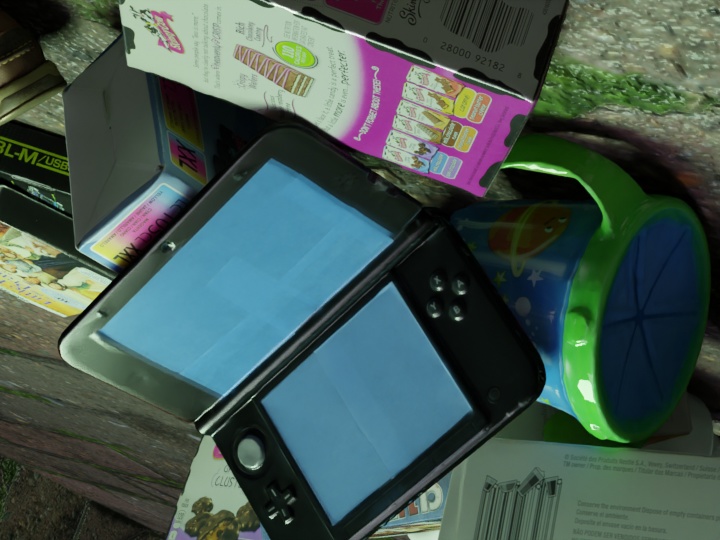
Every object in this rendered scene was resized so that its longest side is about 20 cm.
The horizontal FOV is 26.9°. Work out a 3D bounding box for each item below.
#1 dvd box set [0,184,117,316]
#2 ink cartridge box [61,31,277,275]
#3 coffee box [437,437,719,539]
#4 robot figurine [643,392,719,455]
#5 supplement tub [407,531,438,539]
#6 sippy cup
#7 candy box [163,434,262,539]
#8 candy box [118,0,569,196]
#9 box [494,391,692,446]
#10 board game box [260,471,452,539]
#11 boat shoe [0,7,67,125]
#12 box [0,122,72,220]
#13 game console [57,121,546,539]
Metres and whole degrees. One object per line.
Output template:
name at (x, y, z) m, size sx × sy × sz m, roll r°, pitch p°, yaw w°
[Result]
dvd box set at (-0.263, -0.011, 1.217) m, size 0.145 × 0.030 × 0.199 m, roll 29°, pitch 160°, yaw -26°
ink cartridge box at (-0.075, -0.036, 0.882) m, size 0.076 × 0.137 × 0.200 m, roll -35°, pitch 134°, yaw 21°
coffee box at (0.165, 0.223, 0.866) m, size 0.198 × 0.202 × 0.197 m, roll 1°, pitch 160°, yaw 37°
robot figurine at (0.185, 0.126, 1.135) m, size 0.198 × 0.114 × 0.170 m, roll 25°, pitch -172°, yaw -13°
supplement tub at (0.155, 0.228, 1.433) m, size 0.199 × 0.147 × 0.145 m, roll 28°, pitch 162°, yaw -21°
sippy cup at (0.111, 0.017, 0.852) m, size 0.129 × 0.180 × 0.139 m, roll 12°, pitch -176°, yaw 38°
candy box at (-0.077, 0.188, 1.218) m, size 0.071 × 0.202 × 0.167 m, roll 30°, pitch 159°, yaw -30°
candy box at (-0.013, -0.114, 0.713) m, size 0.198 × 0.062 × 0.136 m, roll 20°, pitch 164°, yaw -1°
box at (0.095, 0.073, 0.980) m, size 0.197 × 0.099 × 0.124 m, roll -2°, pitch 168°, yaw -13°
board game box at (0.042, 0.162, 1.043) m, size 0.135 × 0.035 × 0.199 m, roll 5°, pitch 163°, yaw -41°
boat shoe at (-0.245, -0.131, 0.942) m, size 0.199 × 0.072 × 0.068 m, roll 7°, pitch 127°, yaw 59°
box at (-0.264, -0.061, 1.199) m, size 0.191 × 0.048 × 0.200 m, roll 16°, pitch 162°, yaw 8°
game console at (-0.034, 0.051, 0.802) m, size 0.118 × 0.200 × 0.173 m, roll 1°, pitch -129°, yaw -58°
